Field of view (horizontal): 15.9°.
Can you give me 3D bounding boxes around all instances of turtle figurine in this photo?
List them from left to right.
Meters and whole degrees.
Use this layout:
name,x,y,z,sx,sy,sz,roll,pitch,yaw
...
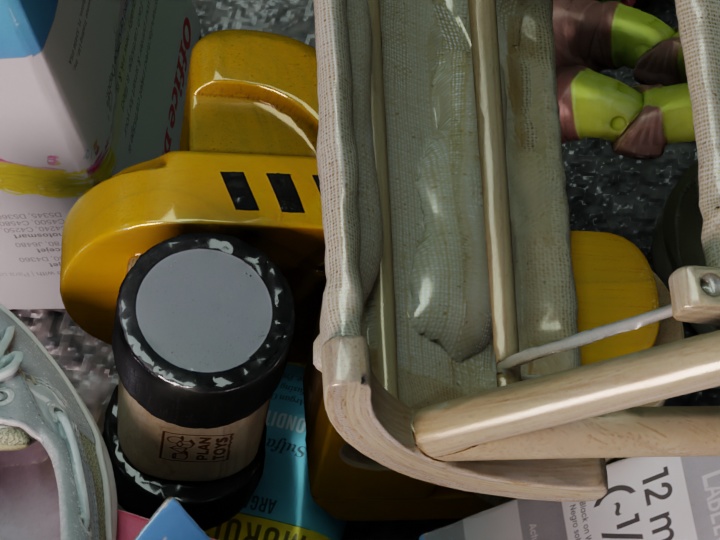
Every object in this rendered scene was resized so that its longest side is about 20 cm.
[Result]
name,x,y,z,sx,sy,sz,roll,pitch,yaw
turtle figurine,0.132,-0.051,0.847,0.161,0.064,0.200,5,50,19

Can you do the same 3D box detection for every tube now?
name,x,y,z,sx,sy,sz,roll,pitch,yaw
tube,-0.027,0.061,0.925,0.077,0.050,0.200,7,64,26

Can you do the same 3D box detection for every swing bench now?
name,x,y,z,sx,sy,sz,roll,pitch,yaw
swing bench,0.089,-0.047,0.750,0.200,0.130,0.199,-7,66,12

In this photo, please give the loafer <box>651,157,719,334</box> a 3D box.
name,x,y,z,sx,sy,sz,roll,pitch,yaw
loafer,0.166,0.027,0.889,0.076,0.068,0.200,-33,55,-12

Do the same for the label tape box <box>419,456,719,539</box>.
name,x,y,z,sx,sy,sz,roll,pitch,yaw
label tape box,0.126,0.120,0.799,0.200,0.066,0.143,-24,51,20

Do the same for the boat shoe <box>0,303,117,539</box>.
name,x,y,z,sx,sy,sz,roll,pitch,yaw
boat shoe,-0.114,0.080,0.791,0.074,0.065,0.202,-20,56,1

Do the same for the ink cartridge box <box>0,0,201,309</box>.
name,x,y,z,sx,sy,sz,roll,pitch,yaw
ink cartridge box,-0.159,-0.097,0.964,0.146,0.200,0.147,-2,55,12

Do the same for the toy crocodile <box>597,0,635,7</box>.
name,x,y,z,sx,sy,sz,roll,pitch,yaw
toy crocodile,0.055,-0.090,0.996,0.200,0.068,0.062,-35,100,-22

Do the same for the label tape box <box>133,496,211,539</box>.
name,x,y,z,sx,sy,sz,roll,pitch,yaw
label tape box,-0.062,0.186,0.700,0.200,0.144,0.063,-49,32,-15

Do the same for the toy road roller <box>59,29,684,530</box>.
name,x,y,z,sx,sy,sz,roll,pitch,yaw
toy road roller,0.000,0.000,0.863,0.200,0.123,0.146,2,62,-7

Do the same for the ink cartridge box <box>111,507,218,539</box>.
name,x,y,z,sx,sy,sz,roll,pitch,yaw
ink cartridge box,-0.115,0.176,0.822,0.145,0.084,0.200,15,65,22
